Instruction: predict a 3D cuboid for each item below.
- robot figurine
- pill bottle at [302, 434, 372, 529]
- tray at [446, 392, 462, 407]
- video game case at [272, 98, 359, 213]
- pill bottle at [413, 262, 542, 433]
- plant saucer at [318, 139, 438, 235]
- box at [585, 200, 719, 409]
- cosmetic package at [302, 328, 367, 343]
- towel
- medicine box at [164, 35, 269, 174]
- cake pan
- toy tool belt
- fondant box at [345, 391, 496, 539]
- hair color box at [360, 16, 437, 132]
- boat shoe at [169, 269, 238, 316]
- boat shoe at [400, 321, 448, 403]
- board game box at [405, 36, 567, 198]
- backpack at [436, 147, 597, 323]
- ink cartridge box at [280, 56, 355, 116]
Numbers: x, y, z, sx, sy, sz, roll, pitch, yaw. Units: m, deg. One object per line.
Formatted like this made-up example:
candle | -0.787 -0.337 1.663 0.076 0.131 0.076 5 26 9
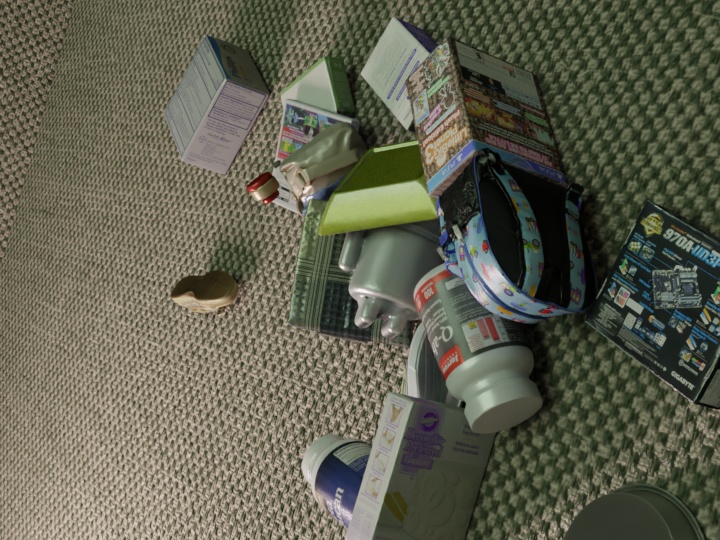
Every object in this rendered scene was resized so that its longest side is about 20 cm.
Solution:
robot figurine | 0.054 -0.009 1.631 0.113 0.169 0.200 146 146 -74
pill bottle | 0.000 0.298 1.627 0.200 0.111 0.111 25 97 57
tray | 0.113 0.160 1.601 0.107 0.022 0.200 18 92 56
video game case | -0.081 -0.182 1.988 0.200 0.023 0.183 26 110 50
pill bottle | 0.149 0.093 1.480 0.116 0.116 0.200 -44 53 37
plant saucer | 0.054 -0.129 1.632 0.199 0.048 0.200 -8 28 30
box | 0.349 0.033 1.284 0.200 0.046 0.159 43 112 54
cosmetic package | -0.027 0.002 1.803 0.090 0.107 0.200 10 86 57
towel | 0.000 0.000 1.724 0.192 0.035 0.200 9 86 12
medicine box | -0.287 -0.327 2.332 0.200 0.103 0.182 -56 37 24
cake pan | 0.283 0.327 1.262 0.200 0.037 0.201 -29 54 48
toy tool belt | -0.065 -0.135 1.854 0.200 0.123 0.125 -32 15 9
fondant box | 0.079 0.266 1.493 0.058 0.144 0.200 15 89 57
hair color box | 0.083 -0.295 1.807 0.109 0.065 0.200 -59 34 21
boat shoe | -0.281 0.045 2.213 0.200 0.063 0.073 2 52 54
boat shoe | 0.078 0.161 1.568 0.062 0.072 0.200 -5 75 53
board game box | 0.163 -0.183 1.551 0.097 0.159 0.200 -43 44 40
backpack | 0.188 -0.019 1.413 0.135 0.182 0.200 -45 40 40
ink cartridge box | -0.068 -0.246 2.025 0.145 0.048 0.200 -29 69 48
